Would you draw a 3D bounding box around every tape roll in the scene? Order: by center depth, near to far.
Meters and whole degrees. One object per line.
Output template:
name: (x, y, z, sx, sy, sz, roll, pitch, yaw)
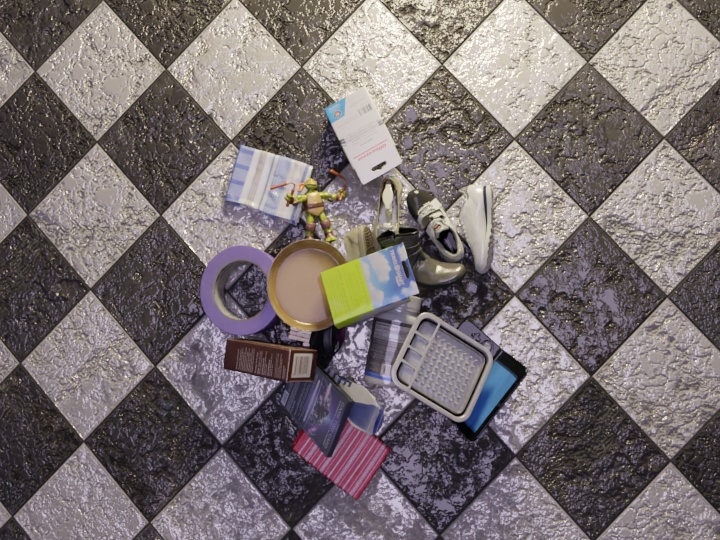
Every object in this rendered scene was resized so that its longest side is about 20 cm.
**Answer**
tape roll: (-0.268, 0.048, 1.515, 0.193, 0.085, 0.207, 0, 85, 5)

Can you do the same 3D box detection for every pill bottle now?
pill bottle: (0.076, 0.155, 1.464, 0.110, 0.114, 0.207, 10, 86, 5)

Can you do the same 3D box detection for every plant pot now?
plant pot: (-0.112, 0.033, 1.463, 0.193, 0.027, 0.207, 1, 85, -7)

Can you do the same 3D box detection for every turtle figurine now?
turtle figurine: (-0.116, -0.143, 1.519, 0.195, 0.064, 0.167, -10, 91, -30)

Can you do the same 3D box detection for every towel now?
towel: (-0.046, 0.410, 1.502, 0.198, 0.022, 0.146, 37, 87, 4)
towel: (-0.219, -0.207, 1.560, 0.194, 0.024, 0.151, 17, 87, 6)

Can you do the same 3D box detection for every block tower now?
block tower: (-0.121, 0.074, 1.516, 0.056, 0.054, 0.207, 10, 86, 6)

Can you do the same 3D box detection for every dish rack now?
dish rack: (0.173, 0.209, 1.402, 0.196, 0.044, 0.175, 30, 76, -3)

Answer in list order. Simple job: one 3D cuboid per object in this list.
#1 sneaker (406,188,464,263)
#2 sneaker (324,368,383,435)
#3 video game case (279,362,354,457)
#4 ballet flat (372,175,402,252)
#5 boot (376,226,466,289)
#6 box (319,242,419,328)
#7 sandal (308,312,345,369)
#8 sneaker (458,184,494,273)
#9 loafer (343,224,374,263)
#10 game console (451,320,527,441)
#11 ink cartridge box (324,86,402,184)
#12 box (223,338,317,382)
sneaker: (0.176, -0.109, 1.489, 0.073, 0.088, 0.202, -37, 82, 3)
sneaker: (-0.005, 0.290, 1.450, 0.197, 0.114, 0.082, 28, 89, 44)
video game case: (-0.102, 0.291, 1.443, 0.199, 0.019, 0.146, 37, 112, 39)
ballet flat: (0.062, -0.120, 1.509, 0.067, 0.069, 0.207, 3, 86, 5)
boot: (0.133, -0.031, 1.450, 0.194, 0.068, 0.134, -2, 118, 22)
box: (0.021, 0.033, 1.414, 0.194, 0.048, 0.125, -20, 75, 4)
sandal: (-0.061, 0.139, 1.492, 0.047, 0.074, 0.205, 20, 86, 50)
sneaker: (0.267, -0.094, 1.495, 0.078, 0.076, 0.207, -1, 81, 16)
loafer: (0.000, 0.000, 1.504, 0.066, 0.075, 0.207, -4, 91, 28)
game console: (0.242, 0.238, 1.442, 0.170, 0.118, 0.201, 39, 89, 6)
ink cartridge box: (0.009, -0.308, 1.526, 0.113, 0.067, 0.204, -26, 84, 2)
box: (-0.203, 0.199, 1.450, 0.195, 0.099, 0.078, 6, 87, 36)
